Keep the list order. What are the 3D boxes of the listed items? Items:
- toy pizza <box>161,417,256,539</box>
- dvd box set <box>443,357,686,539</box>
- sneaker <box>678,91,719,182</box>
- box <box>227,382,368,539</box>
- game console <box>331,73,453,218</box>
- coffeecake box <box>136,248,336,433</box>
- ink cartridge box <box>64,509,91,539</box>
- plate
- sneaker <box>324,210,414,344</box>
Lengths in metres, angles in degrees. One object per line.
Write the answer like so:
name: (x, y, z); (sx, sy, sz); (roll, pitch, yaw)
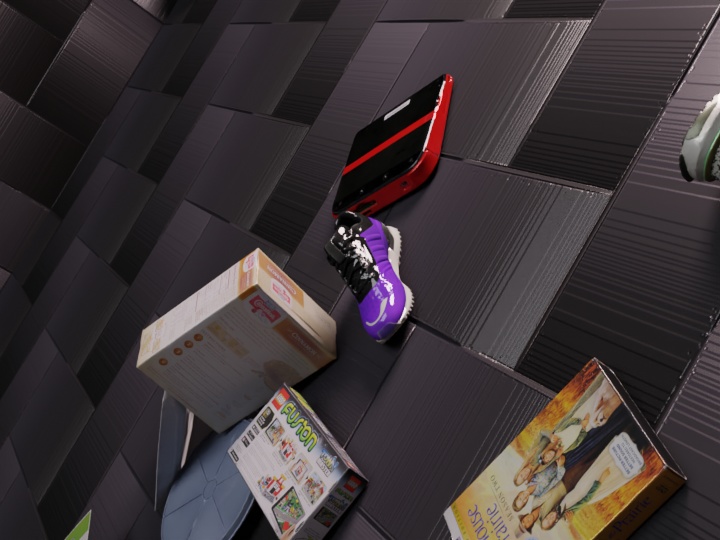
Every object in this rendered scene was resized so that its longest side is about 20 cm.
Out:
toy pizza: (-0.178, 0.280, 1.345); (0.199, 0.032, 0.202); (-36, 35, 29)
dvd box set: (0.159, 0.187, 0.886); (0.200, 0.029, 0.147); (-49, 29, 16)
sneaker: (0.355, -0.142, 0.892); (0.088, 0.077, 0.201); (36, 92, 32)
box: (-0.075, 0.219, 1.205); (0.110, 0.035, 0.200); (-49, 33, 1)
game console: (0.043, -0.158, 1.446); (0.199, 0.031, 0.179); (-27, 35, 44)
coffeecake box: (-0.151, 0.091, 1.332); (0.199, 0.154, 0.074); (-33, 32, 20)
ink cartridge box: (-0.382, 0.452, 1.460); (0.148, 0.075, 0.201); (-48, 27, 18)
plate: (-0.245, 0.188, 1.458); (0.201, 0.032, 0.202); (-88, 8, -56)
sneaker: (0.000, 0.000, 1.267); (0.070, 0.099, 0.202); (-45, 29, 25)
